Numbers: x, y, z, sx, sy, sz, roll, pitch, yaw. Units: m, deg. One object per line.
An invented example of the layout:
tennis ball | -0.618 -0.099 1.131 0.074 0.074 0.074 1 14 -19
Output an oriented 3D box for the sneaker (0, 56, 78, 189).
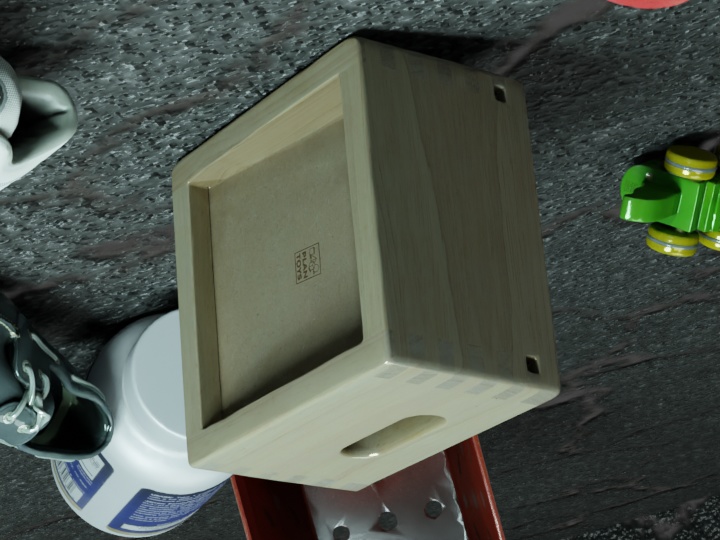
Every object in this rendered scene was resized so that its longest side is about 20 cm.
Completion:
sneaker | -0.179 -0.062 0.839 0.088 0.074 0.200 -21 174 23

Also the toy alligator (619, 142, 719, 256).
toy alligator | 0.217 -0.048 1.320 0.199 0.060 0.054 -6 -155 -36

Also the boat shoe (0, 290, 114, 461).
boat shoe | -0.186 0.060 1.221 0.062 0.073 0.200 25 168 17

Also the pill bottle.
pill bottle | -0.121 0.091 1.376 0.110 0.112 0.200 -9 165 -21

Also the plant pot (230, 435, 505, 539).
plant pot | 0.017 0.212 1.842 0.199 0.201 0.176 -15 177 3

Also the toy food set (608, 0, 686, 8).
toy food set | 0.061 -0.143 0.681 0.199 0.049 0.198 7 157 3

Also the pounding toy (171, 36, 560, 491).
pounding toy | 0.000 0.000 1.070 0.142 0.185 0.200 12 152 -35
